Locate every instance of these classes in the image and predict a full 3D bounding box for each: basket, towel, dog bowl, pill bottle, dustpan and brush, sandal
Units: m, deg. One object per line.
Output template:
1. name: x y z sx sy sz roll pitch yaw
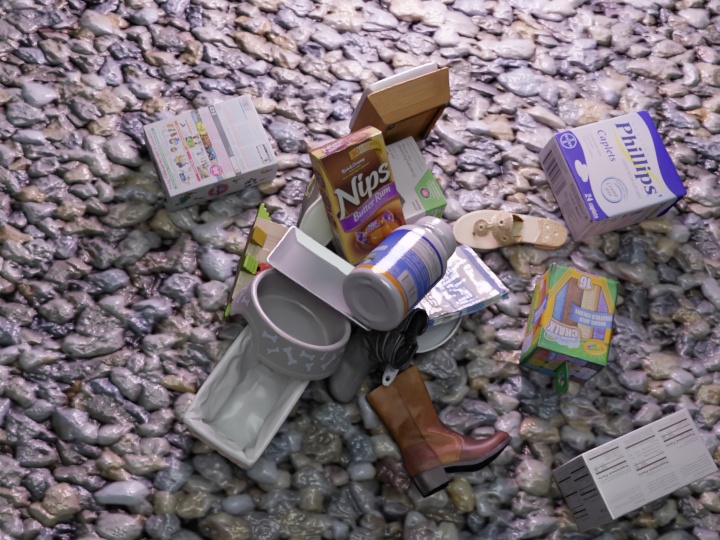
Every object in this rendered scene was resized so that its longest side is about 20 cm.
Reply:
1. basket: -0.175 0.204 1.606 0.135 0.123 0.200 33 70 4
2. towel: 0.138 0.029 1.731 0.199 0.024 0.147 -20 48 -20
3. dog bowl: -0.103 0.077 1.578 0.199 0.059 0.201 25 33 -17
4. pill bottle: 0.069 -0.003 1.599 0.112 0.112 0.200 40 48 7
5. dustpan and brush: 0.081 0.114 1.708 0.139 0.057 0.201 27 68 3
6. sandal: 0.273 -0.081 1.803 0.210 0.070 0.078 4 69 -6

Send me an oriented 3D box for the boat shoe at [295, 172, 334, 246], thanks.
1. boat shoe: -0.060 -0.122 1.690 0.072 0.060 0.203 25 92 -39

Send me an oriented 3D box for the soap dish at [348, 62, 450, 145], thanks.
1. soap dish: 0.069 -0.276 1.778 0.157 0.200 0.082 -23 80 -16

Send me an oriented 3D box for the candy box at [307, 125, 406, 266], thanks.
1. candy box: -0.001 -0.121 1.648 0.116 0.056 0.201 -24 116 -13

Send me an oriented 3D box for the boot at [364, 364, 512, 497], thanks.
1. boot: 0.132 0.250 1.679 0.187 0.069 0.201 -26 68 -8

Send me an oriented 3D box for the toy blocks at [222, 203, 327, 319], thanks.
1. toy blocks: -0.138 0.006 1.709 0.136 0.100 0.201 20 70 -12

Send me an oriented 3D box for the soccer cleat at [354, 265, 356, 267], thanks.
1. soccer cleat: 0.000 0.000 1.726 0.199 0.076 0.067 -31 96 -17

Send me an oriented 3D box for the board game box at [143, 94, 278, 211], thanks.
1. board game box: -0.265 -0.208 1.778 0.199 0.064 0.148 -19 73 -16

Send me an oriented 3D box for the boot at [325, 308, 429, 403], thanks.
1. boot: 0.024 0.137 1.631 0.070 0.131 0.201 23 91 -35

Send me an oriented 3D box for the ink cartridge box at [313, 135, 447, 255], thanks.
1. ink cartridge box: 0.029 -0.127 1.777 0.199 0.084 0.146 -23 75 -15

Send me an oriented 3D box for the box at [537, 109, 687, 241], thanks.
1. box: 0.459 -0.176 1.846 0.199 0.105 0.185 -16 74 -14

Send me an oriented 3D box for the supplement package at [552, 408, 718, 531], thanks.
1. supplement package: 0.440 0.325 1.631 0.199 0.156 0.111 -19 73 -14

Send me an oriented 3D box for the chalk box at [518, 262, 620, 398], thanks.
1. chalk box: 0.349 0.112 1.714 0.123 0.125 0.201 17 67 -2

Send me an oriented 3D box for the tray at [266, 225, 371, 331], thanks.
1. tray: -0.052 0.016 1.619 0.199 0.022 0.108 34 40 -1
